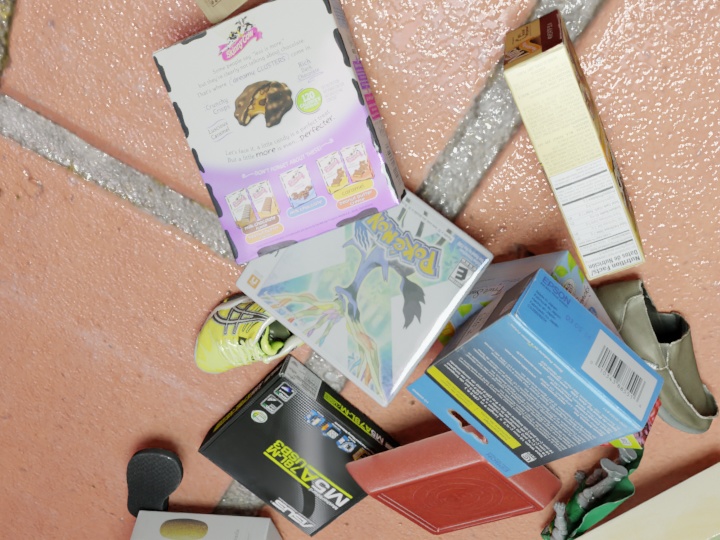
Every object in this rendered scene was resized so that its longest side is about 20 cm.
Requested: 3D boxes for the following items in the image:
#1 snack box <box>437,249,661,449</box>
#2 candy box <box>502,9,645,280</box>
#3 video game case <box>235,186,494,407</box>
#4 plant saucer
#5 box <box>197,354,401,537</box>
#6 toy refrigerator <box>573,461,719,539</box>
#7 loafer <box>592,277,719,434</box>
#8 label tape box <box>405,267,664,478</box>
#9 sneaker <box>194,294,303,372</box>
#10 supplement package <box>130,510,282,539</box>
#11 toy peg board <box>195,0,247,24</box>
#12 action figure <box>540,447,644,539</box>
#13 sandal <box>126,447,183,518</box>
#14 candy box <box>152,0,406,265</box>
[{"bbox_3d":[0.178,0.086,0.754,0.167,0.068,0.201,-13,119,52],"label":"snack box"},{"bbox_3d":[0.184,-0.108,0.644,0.055,0.116,0.202,-20,115,23],"label":"candy box"},{"bbox_3d":[0.000,0.000,0.733,0.199,0.022,0.184,37,99,10],"label":"video game case"},{"bbox_3d":[0.114,0.258,0.882,0.197,0.037,0.200,-24,135,27],"label":"plant saucer"},{"bbox_3d":[-0.077,0.229,0.947,0.199,0.048,0.193,41,118,-12],"label":"box"},{"bbox_3d":[0.344,0.298,0.838,0.198,0.071,0.076,-33,145,12],"label":"toy refrigerator"},{"bbox_3d":[0.309,0.087,0.758,0.069,0.076,0.200,-35,108,33],"label":"loafer"},{"bbox_3d":[0.148,0.102,0.682,0.144,0.063,0.200,41,146,-1],"label":"label tape box"},{"bbox_3d":[-0.119,0.068,0.833,0.198,0.077,0.076,-31,112,28],"label":"sneaker"},{"bbox_3d":[-0.216,0.412,1.032,0.196,0.115,0.111,-1,139,11],"label":"supplement package"},{"bbox_3d":[-0.096,-0.346,0.593,0.197,0.098,0.201,-20,115,40],"label":"toy peg board"},{"bbox_3d":[0.263,0.275,0.879,0.054,0.118,0.202,37,135,19],"label":"action figure"},{"bbox_3d":[-0.287,0.288,1.036,0.074,0.048,0.201,25,135,-5],"label":"sandal"},{"bbox_3d":[-0.068,-0.131,0.676,0.165,0.072,0.203,-18,101,14],"label":"candy box"}]
